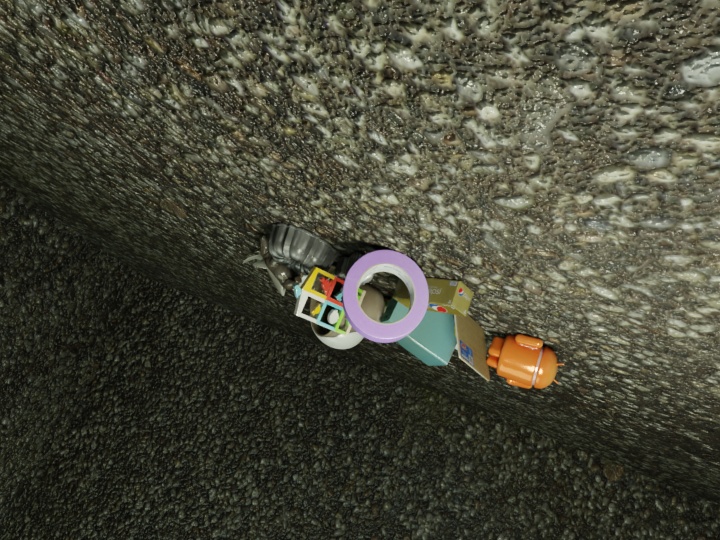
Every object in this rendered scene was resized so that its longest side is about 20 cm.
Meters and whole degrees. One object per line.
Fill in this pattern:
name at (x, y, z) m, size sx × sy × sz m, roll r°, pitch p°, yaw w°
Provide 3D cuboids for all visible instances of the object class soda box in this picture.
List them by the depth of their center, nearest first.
soda box at (0.175, 0.060, 1.372) m, size 0.067 × 0.065 × 0.197 m, roll 34°, pitch 162°, yaw -38°

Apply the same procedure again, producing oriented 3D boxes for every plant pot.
plant pot at (0.166, 0.156, 1.576) m, size 0.197 × 0.143 × 0.141 m, roll 31°, pitch 164°, yaw -10°
plant pot at (-0.030, 0.098, 1.617) m, size 0.170 × 0.206 × 0.198 m, roll 10°, pitch 173°, yaw -32°

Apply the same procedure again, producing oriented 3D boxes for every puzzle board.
puzzle board at (0.297, 0.195, 1.500) m, size 0.017 × 0.154 × 0.199 m, roll -18°, pitch 145°, yaw 28°

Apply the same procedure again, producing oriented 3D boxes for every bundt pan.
bundt pan at (-0.161, -0.044, 1.492) m, size 0.198 × 0.077 × 0.202 m, roll 21°, pitch 164°, yaw 6°

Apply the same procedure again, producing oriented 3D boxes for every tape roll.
tape roll at (0.056, 0.060, 1.281) m, size 0.196 × 0.204 × 0.066 m, roll 22°, pitch 164°, yaw 2°

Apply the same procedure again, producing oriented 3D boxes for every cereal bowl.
cereal bowl at (-0.057, 0.134, 1.735) m, size 0.196 × 0.203 × 0.084 m, roll 24°, pitch 146°, yaw -6°

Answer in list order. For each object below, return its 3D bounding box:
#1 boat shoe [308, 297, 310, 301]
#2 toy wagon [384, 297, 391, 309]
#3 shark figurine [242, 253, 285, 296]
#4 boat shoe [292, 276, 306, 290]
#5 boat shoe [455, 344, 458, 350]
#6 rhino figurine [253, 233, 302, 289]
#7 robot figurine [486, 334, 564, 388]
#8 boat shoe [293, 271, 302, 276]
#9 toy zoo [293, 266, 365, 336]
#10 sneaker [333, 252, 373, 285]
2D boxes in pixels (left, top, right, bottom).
boat shoe at (-0.150, 0.111, 1.994) m, size 0.200 × 0.076 × 0.074 m, roll 33°, pitch 162°, yaw -31°
toy wagon at (0.110, 0.126, 1.737) m, size 0.197 × 0.040 × 0.155 m, roll 13°, pitch 162°, yaw 40°
shark figurine at (-0.298, -0.025, 1.717) m, size 0.088 × 0.131 × 0.214 m, roll -11°, pitch -147°, yaw -33°
boat shoe at (-0.168, 0.031, 1.785) m, size 0.067 × 0.073 × 0.200 m, roll 25°, pitch 156°, yaw -11°
boat shoe at (0.322, 0.207, 1.622) m, size 0.070 × 0.074 × 0.199 m, roll 24°, pitch -178°, yaw 19°
rhino figurine at (-0.243, -0.027, 1.608) m, size 0.201 × 0.060 × 0.088 m, roll 49°, pitch 140°, yaw 4°
robot figurine at (0.446, 0.249, 1.513) m, size 0.196 × 0.147 × 0.116 m, roll 16°, pitch 180°, yaw 22°
boat shoe at (-0.216, -0.004, 1.723) m, size 0.070 × 0.066 × 0.199 m, roll 27°, pitch 164°, yaw -17°
toy zoo at (-0.089, 0.077, 1.450) m, size 0.197 × 0.134 × 0.020 m, roll 27°, pitch 175°, yaw -31°
sneaker at (0.000, 0.000, 1.437) m, size 0.080 × 0.076 × 0.199 m, roll 21°, pitch 178°, yaw -20°
